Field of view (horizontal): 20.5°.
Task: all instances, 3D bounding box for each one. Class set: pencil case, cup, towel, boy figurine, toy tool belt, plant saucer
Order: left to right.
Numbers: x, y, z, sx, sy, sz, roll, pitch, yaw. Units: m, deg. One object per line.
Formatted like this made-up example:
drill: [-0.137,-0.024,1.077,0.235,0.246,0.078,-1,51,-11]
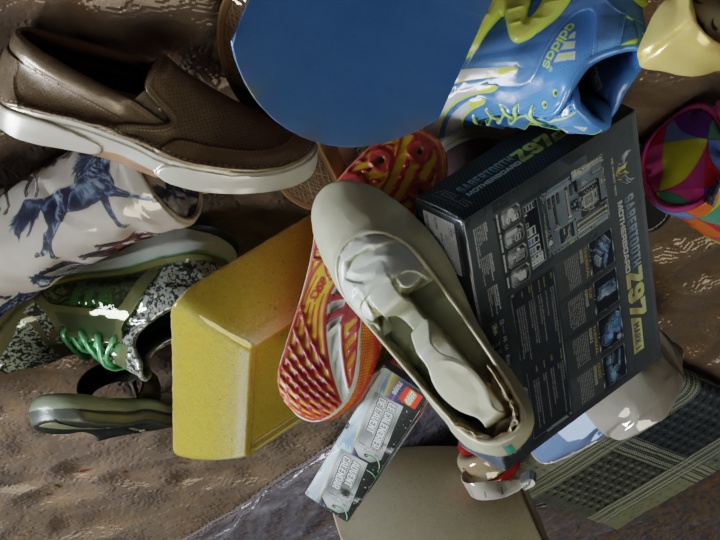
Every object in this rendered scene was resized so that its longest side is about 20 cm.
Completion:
pencil case: [-0.194,-0.029,1.293,0.199,0.078,0.089,-26,164,20]
plant saucer: [-0.037,0.043,1.383,0.200,0.048,0.200,-31,152,-24]
cup: [0.076,0.223,1.628,0.143,0.201,0.200,-23,144,6]
toy tool belt: [0.140,0.076,1.525,0.199,0.125,0.123,-28,105,17]
towel: [0.232,0.148,1.708,0.200,0.035,0.192,-37,140,29]
pencil case: [0.282,-0.048,1.398,0.088,0.089,0.200,-34,140,29]
boy figurine: [0.246,-0.163,1.188,0.199,0.125,0.064,-15,170,-29]

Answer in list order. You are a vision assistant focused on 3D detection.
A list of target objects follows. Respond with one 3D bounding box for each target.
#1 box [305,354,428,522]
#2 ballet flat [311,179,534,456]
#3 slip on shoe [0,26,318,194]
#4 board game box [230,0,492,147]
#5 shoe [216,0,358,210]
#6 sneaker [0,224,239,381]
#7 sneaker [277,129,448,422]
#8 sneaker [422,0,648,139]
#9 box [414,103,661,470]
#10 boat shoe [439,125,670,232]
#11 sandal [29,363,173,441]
box: [0.041,0.068,1.393,0.040,0.200,0.137,33,129,4]
ballet flat: [0.036,0.029,1.210,0.069,0.200,0.069,-39,178,-2]
slip on shoe: [-0.121,-0.099,1.202,0.199,0.076,0.061,14,121,1]
board game box: [0.004,-0.172,1.153,0.158,0.039,0.201,13,108,-37]
shoe: [-0.041,-0.120,1.241,0.070,0.054,0.200,14,146,21]
sneaker: [-0.173,0.039,1.384,0.199,0.089,0.077,-24,143,18]
sneaker: [0.000,0.000,1.286,0.201,0.073,0.077,-65,169,11]
sneaker: [0.097,-0.116,1.228,0.076,0.105,0.200,24,132,-39]
box: [0.120,0.007,1.296,0.157,0.051,0.201,-32,129,-28]
boat shoe: [0.135,-0.049,1.367,0.199,0.065,0.072,15,136,-33]
sandal: [-0.174,0.090,1.449,0.079,0.058,0.201,-10,171,14]
